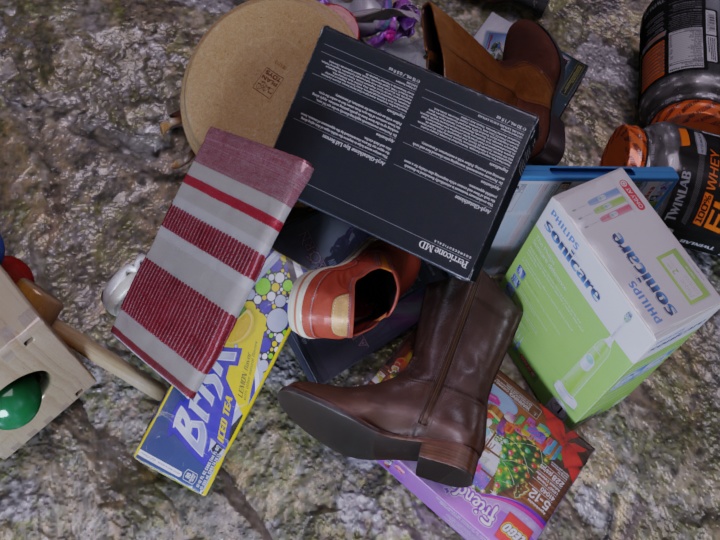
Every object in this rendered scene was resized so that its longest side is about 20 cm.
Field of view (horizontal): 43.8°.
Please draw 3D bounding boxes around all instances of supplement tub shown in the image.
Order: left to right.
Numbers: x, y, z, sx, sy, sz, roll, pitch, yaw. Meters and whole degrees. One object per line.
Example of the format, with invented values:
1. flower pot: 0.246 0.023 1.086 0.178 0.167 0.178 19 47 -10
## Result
1. supplement tub: 0.385 -0.224 1.041 0.120 0.123 0.204 14 59 -3
2. supplement tub: 0.359 -0.085 0.955 0.195 0.123 0.125 12 58 -4

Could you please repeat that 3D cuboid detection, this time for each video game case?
1. video game case: 0.000 0.000 0.856 0.198 0.019 0.145 -29 90 -31
2. video game case: 0.194 -0.047 0.870 0.195 0.144 0.018 -2 52 -22

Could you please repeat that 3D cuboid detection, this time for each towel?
1. towel: -0.125 -0.013 0.734 0.143 0.023 0.203 25 88 46

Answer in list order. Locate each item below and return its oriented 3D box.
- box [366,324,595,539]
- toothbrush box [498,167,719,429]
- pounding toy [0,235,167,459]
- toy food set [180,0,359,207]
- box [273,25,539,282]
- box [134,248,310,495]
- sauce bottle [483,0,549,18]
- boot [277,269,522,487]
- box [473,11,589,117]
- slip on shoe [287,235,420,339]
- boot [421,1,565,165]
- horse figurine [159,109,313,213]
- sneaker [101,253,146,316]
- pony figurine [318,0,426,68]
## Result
1. box: 0.096 0.151 0.811 0.199 0.039 0.137 38 61 11
2. toothbrush box: 0.207 0.034 0.809 0.085 0.201 0.147 -22 65 -22
3. pounding toy: -0.283 0.051 0.724 0.142 0.185 0.200 -40 74 -16
4. toy food set: -0.080 -0.172 0.861 0.196 0.049 0.202 18 84 17
5. box: 0.034 -0.096 0.760 0.197 0.079 0.144 26 91 12
6. box: -0.112 0.079 0.754 0.069 0.064 0.203 28 78 -6
7. sauce bottle: 0.146 -0.374 1.115 0.197 0.066 0.067 27 58 2
8. boot: 0.042 0.070 0.792 0.183 0.065 0.203 21 55 2
9. box: 0.163 -0.196 1.027 0.135 0.038 0.201 31 59 7
10. slip on shoe: 0.011 0.016 0.775 0.060 0.076 0.199 10 16 25
11. boot: 0.126 -0.216 0.922 0.197 0.068 0.193 22 63 -38
12. horse figurine: -0.121 -0.110 0.910 0.131 0.050 0.202 -21 63 -30
13. sneaker: -0.138 0.014 0.828 0.196 0.075 0.083 -14 72 -18
14. pony figurine: 0.003 -0.268 0.966 0.189 0.166 0.205 -6 71 28
